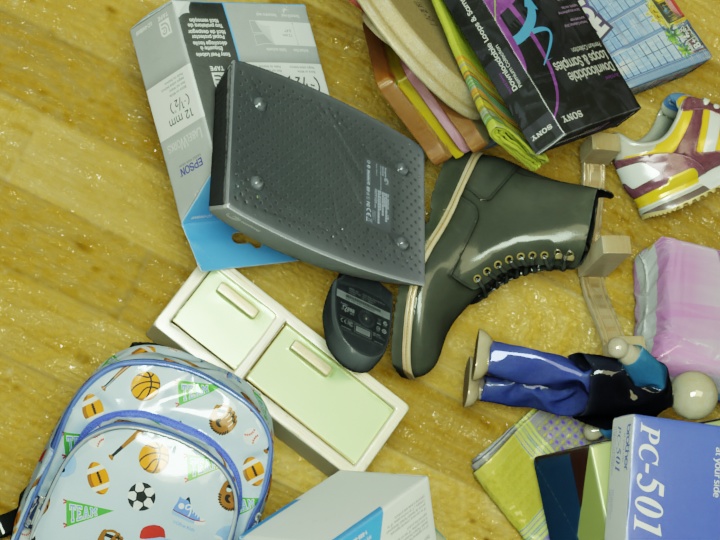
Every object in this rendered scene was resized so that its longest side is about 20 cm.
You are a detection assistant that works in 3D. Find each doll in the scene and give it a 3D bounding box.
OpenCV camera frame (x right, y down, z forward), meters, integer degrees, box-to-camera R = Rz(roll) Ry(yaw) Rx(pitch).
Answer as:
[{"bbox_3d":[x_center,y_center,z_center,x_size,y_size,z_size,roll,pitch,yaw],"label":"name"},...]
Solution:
[{"bbox_3d":[0.186,0.090,1.304,0.199,0.137,0.049,9,53,-3],"label":"doll"}]

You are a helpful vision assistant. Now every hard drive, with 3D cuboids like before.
[{"bbox_3d":[-0.032,-0.067,1.250,0.200,0.042,0.136,21,59,-39],"label":"hard drive"}]

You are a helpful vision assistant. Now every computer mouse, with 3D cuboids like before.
[{"bbox_3d":[0.000,0.000,1.314,0.058,0.034,0.201,27,47,-20],"label":"computer mouse"}]

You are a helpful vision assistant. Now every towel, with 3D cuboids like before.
[{"bbox_3d":[0.198,0.189,1.362,0.143,0.023,0.200,-39,91,-17],"label":"towel"},{"bbox_3d":[0.091,-0.173,1.296,0.018,0.086,0.201,-31,60,18],"label":"towel"}]

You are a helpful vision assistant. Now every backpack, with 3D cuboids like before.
[{"bbox_3d":[-0.153,0.155,1.207,0.199,0.154,0.191,21,89,-9],"label":"backpack"}]

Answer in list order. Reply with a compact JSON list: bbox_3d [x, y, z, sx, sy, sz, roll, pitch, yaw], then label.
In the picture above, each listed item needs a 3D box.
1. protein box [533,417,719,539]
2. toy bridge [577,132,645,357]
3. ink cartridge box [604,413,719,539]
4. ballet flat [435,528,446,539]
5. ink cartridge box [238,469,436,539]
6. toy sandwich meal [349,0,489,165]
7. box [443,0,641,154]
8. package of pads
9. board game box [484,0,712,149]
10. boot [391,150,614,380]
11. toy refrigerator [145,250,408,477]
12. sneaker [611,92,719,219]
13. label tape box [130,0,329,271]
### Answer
[{"bbox_3d":[0.267,0.220,1.292,0.199,0.135,0.200,-9,82,-14],"label":"protein box"},{"bbox_3d":[0.203,-0.010,1.373,0.027,0.067,0.201,1,71,-14],"label":"toy bridge"},{"bbox_3d":[0.225,0.210,1.191,0.094,0.044,0.201,8,79,-13],"label":"ink cartridge box"},{"bbox_3d":[0.081,0.268,1.295,0.200,0.069,0.070,38,74,3],"label":"ballet flat"},{"bbox_3d":[-0.004,0.266,1.206,0.146,0.084,0.201,-24,110,-56],"label":"ink cartridge box"},{"bbox_3d":[0.029,-0.179,1.311,0.070,0.205,0.205,-38,90,18],"label":"toy sandwich meal"},{"bbox_3d":[0.133,-0.194,1.304,0.143,0.036,0.201,-23,82,-53],"label":"box"},{"bbox_3d":[0.324,0.052,1.380,0.199,0.076,0.121,14,64,-12],"label":"package of pads"},{"bbox_3d":[0.160,-0.204,1.402,0.200,0.062,0.200,-35,90,-17],"label":"board game box"},{"bbox_3d":[0.112,0.002,1.321,0.138,0.077,0.201,14,77,15],"label":"boot"},{"bbox_3d":[-0.065,0.078,1.295,0.200,0.070,0.076,39,75,-4],"label":"toy refrigerator"},{"bbox_3d":[0.309,-0.123,1.416,0.199,0.075,0.090,-28,93,-17],"label":"sneaker"},{"bbox_3d":[-0.085,-0.108,1.290,0.143,0.066,0.201,-7,76,-46],"label":"label tape box"}]
